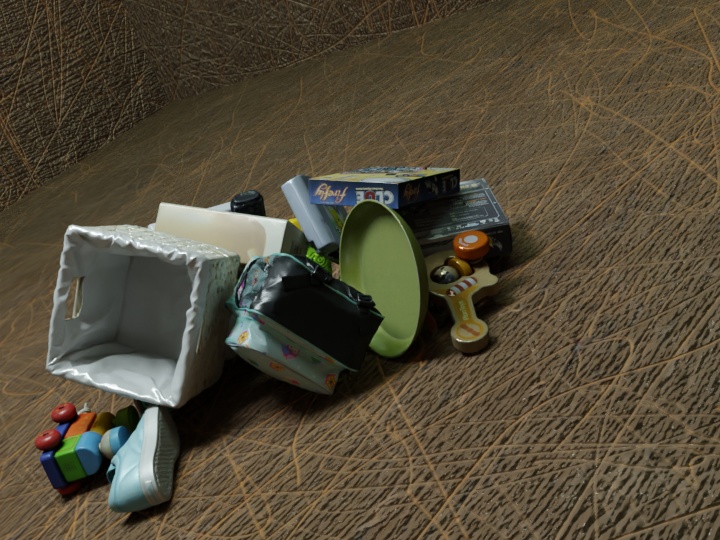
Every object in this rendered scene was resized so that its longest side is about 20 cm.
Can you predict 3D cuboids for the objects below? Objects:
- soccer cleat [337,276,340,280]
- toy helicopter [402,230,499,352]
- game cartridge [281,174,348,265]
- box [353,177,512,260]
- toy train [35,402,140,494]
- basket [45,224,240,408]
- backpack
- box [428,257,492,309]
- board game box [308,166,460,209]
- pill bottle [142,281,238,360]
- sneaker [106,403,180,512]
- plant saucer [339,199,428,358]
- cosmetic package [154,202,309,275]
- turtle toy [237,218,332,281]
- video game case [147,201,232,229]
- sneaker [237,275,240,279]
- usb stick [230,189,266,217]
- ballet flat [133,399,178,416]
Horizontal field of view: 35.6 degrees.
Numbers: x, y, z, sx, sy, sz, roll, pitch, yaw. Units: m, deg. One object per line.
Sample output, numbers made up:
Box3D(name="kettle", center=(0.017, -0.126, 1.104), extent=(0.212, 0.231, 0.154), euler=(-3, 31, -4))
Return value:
Box3D(name="soccer cleat", center=(0.000, 0.000, 1.623), extent=(0.064, 0.084, 0.200), euler=(-3, 28, 44))
Box3D(name="toy helicopter", center=(0.113, 0.036, 1.406), extent=(0.131, 0.080, 0.201), euler=(-10, 34, -2))
Box3D(name="game cartridge", center=(-0.049, -0.071, 1.662), extent=(0.040, 0.134, 0.200), euler=(-35, -18, 10))
Box3D(name="box", center=(0.097, -0.061, 1.563), extent=(0.198, 0.049, 0.159), euler=(-11, 28, -3))
Box3D(name="toy train", center=(-0.345, 0.207, 1.498), extent=(0.115, 0.085, 0.200), euler=(-16, 20, 9))
Box3D(name="basket", center=(-0.275, 0.050, 1.458), extent=(0.198, 0.201, 0.161), euler=(13, 10, 15))
Box3D(name="backpack", center=(-0.084, 0.062, 1.418), extent=(0.154, 0.175, 0.200), euler=(-62, 20, -1))
Box3D(name="box", center=(0.107, -0.006, 1.588), extent=(0.142, 0.036, 0.200), euler=(-5, 28, 43))
Box3D(name="board game box", center=(0.036, -0.115, 1.526), extent=(0.134, 0.035, 0.199), euler=(5, 12, 28))
Box3D(name="pill bottle", center=(-0.217, 0.062, 1.585), extent=(0.198, 0.114, 0.113), euler=(15, 32, 14))
Box3D(name="sneaker", center=(-0.273, 0.225, 1.375), extent=(0.081, 0.075, 0.200), euler=(-19, 19, 3))
Box3D(name="plant saucer", center=(0.033, 0.009, 1.416), extent=(0.031, 0.202, 0.199), euler=(-10, 11, -29))
Box3D(name="cosmetic package", center=(-0.183, -0.037, 1.579), extent=(0.198, 0.072, 0.105), euler=(8, -11, 20))
Box3D(name="turtle toy", center=(-0.129, 0.018, 1.675), extent=(0.198, 0.147, 0.101), euler=(-23, -4, -1))
Box3D(name="video game case", center=(-0.247, -0.017, 1.776), extent=(0.199, 0.183, 0.023), euler=(-19, 45, -33))
Box3D(name="sneaker", center=(-0.192, 0.011, 1.749), extent=(0.113, 0.202, 0.073), euler=(-2, 40, -22))
Box3D(name="usb stick", center=(-0.170, -0.041, 1.783), extent=(0.055, 0.201, 0.033), euler=(-17, 45, -13))
Box3D(name="ballet flat", center=(-0.279, 0.165, 1.575), extent=(0.067, 0.068, 0.200), euler=(-36, 7, 25))
